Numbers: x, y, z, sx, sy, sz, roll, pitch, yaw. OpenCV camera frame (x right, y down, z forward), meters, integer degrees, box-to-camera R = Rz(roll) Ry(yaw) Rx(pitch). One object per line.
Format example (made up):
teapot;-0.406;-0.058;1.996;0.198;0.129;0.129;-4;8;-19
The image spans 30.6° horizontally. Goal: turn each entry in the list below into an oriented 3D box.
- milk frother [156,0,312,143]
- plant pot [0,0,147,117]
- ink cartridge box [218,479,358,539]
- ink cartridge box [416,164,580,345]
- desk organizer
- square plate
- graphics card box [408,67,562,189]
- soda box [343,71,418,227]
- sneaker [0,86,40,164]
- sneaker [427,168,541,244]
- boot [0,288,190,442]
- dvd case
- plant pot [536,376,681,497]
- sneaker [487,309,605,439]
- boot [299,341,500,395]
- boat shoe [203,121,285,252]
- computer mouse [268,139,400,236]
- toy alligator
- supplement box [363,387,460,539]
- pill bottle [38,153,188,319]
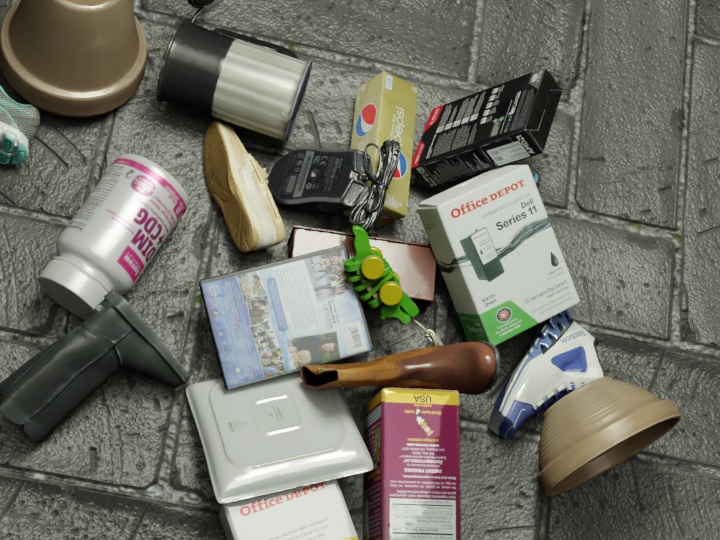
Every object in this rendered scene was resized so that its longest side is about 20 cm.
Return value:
milk frother;-0.154;-0.303;1.762;0.187;0.201;0.181;18;51;-1
plant pot;-0.371;-0.332;1.738;0.199;0.175;0.202;8;59;-14
ink cartridge box;-0.074;0.359;1.606;0.144;0.084;0.201;-17;74;-16
ink cartridge box;0.180;-0.022;1.728;0.146;0.083;0.201;-25;99;-15
desk organizer;0.000;0.000;1.760;0.198;0.072;0.078;8;71;-8
square plate;-0.104;0.189;1.644;0.196;0.029;0.201;-10;43;-14
graphics card box;0.170;-0.192;1.788;0.051;0.199;0.126;46;47;-28
soda box;0.029;-0.166;1.817;0.064;0.068;0.202;20;65;-31
sneaker;-0.516;-0.218;1.750;0.199;0.078;0.092;29;51;-3
sneaker;0.170;-0.084;1.818;0.095;0.079;0.200;40;68;7
boot;-0.333;0.143;1.637;0.200;0.066;0.165;-44;120;-10
dvd case;-0.095;0.058;1.685;0.198;0.018;0.144;-14;82;-11
plant pot;0.299;0.199;1.675;0.200;0.201;0.093;-22;71;-18
sneaker;0.263;0.147;1.750;0.115;0.081;0.200;33;66;5
boot;0.051;0.119;1.635;0.199;0.188;0.069;3;89;-34
boat shoe;-0.156;-0.113;1.776;0.069;0.074;0.201;-3;61;-36
computer mouse;-0.036;-0.111;1.766;0.199;0.053;0.139;9;72;35
toy alligator;0.032;0.034;1.693;0.054;0.059;0.201;-33;105;8
supplement box;0.063;0.256;1.637;0.102;0.131;0.202;4;75;-10
pill bottle;-0.318;-0.041;1.690;0.113;0.113;0.201;31;68;2
